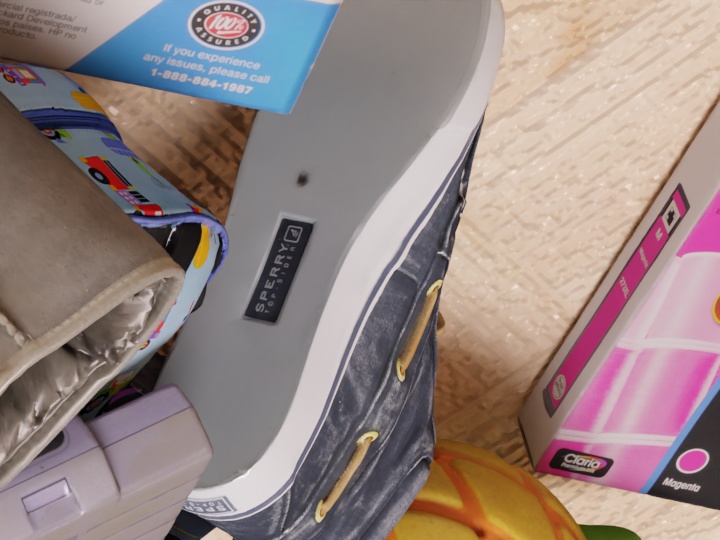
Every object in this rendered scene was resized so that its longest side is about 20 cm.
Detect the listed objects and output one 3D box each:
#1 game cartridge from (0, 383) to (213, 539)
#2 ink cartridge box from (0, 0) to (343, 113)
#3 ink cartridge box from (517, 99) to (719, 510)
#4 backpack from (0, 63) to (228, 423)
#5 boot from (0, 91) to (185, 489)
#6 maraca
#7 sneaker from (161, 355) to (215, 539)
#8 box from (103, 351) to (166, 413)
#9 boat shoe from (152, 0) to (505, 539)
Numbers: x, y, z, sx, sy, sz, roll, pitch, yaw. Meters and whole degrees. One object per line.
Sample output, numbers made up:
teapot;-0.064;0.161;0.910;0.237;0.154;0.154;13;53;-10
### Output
game cartridge;-0.144;0.100;0.855;0.200;0.038;0.130;-25;162;-23
ink cartridge box;-0.057;-0.156;0.841;0.146;0.084;0.200;11;128;-21
ink cartridge box;0.143;0.003;1.064;0.095;0.037;0.200;13;125;-23
backpack;-0.149;0.007;0.859;0.200;0.135;0.183;-35;165;24
boot;-0.117;-0.060;0.739;0.182;0.200;0.073;-52;152;11
maraca;0.030;0.110;1.043;0.200;0.137;0.107;-14;119;-57
sneaker;-0.086;0.086;1.043;0.200;0.082;0.074;-25;157;14
box;-0.159;0.075;0.995;0.143;0.036;0.200;39;113;4
boat shoe;0.000;0.000;0.959;0.071;0.200;0.091;17;162;33
